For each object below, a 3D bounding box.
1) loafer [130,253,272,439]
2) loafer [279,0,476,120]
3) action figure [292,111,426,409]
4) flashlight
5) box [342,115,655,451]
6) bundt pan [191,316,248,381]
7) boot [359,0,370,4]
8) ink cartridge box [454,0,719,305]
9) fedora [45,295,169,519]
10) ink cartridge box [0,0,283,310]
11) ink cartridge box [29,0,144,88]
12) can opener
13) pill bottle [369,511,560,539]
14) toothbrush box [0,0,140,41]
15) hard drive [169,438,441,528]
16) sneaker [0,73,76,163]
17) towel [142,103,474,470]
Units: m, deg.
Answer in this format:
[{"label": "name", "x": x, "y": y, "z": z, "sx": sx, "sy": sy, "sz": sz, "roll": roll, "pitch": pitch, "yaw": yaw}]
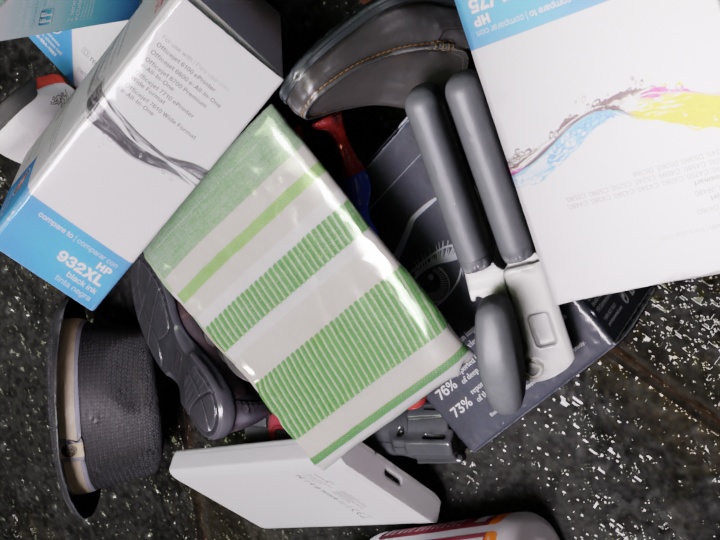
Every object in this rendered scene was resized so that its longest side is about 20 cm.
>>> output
[{"label": "loafer", "x": -0.138, "y": 0.060, "z": 0.911, "sx": 0.201, "sy": 0.062, "sz": 0.073, "roll": 54, "pitch": 136, "yaw": 36}, {"label": "loafer", "x": 0.040, "y": -0.130, "z": 0.656, "sx": 0.073, "sy": 0.198, "sz": 0.073, "roll": 58, "pitch": 150, "yaw": 7}, {"label": "action figure", "x": 0.000, "y": 0.000, "z": 0.703, "sx": 0.065, "sy": 0.052, "sz": 0.203, "roll": -17, "pitch": 103, "yaw": 33}, {"label": "flashlight", "x": -0.003, "y": 0.125, "z": 0.877, "sx": 0.196, "sy": 0.068, "sz": 0.069, "roll": -5, "pitch": 67, "yaw": 27}, {"label": "box", "x": 0.078, "y": -0.004, "z": 0.746, "sx": 0.201, "sy": 0.104, "sz": 0.148, "roll": 50, "pitch": 126, "yaw": 4}, {"label": "bundt pan", "x": -0.098, "y": 0.000, "z": 0.805, "sx": 0.203, "sy": 0.075, "sz": 0.203, "roll": 51, "pitch": 161, "yaw": 25}, {"label": "boot", "x": 0.032, "y": -0.262, "z": 0.655, "sx": 0.184, "sy": 0.065, "sz": 0.199, "roll": 26, "pitch": 136, "yaw": -30}, {"label": "ink cartridge box", "x": 0.168, "y": -0.108, "z": 0.623, "sx": 0.144, "sy": 0.146, "sz": 0.203, "roll": -13, "pitch": 102, "yaw": 33}, {"label": "fedora", "x": -0.223, "y": 0.120, "z": 0.970, "sx": 0.090, "sy": 0.201, "sz": 0.205, "roll": -3, "pitch": 112, "yaw": -4}, {"label": "ink cartridge box", "x": -0.141, "y": -0.098, "z": 0.693, "sx": 0.083, "sy": 0.146, "sz": 0.200, "roll": 36, "pitch": 109, "yaw": -21}, {"label": "ink cartridge box", "x": -0.157, "y": -0.223, "z": 0.807, "sx": 0.145, "sy": 0.084, "sz": 0.201, "roll": 45, "pitch": 124, "yaw": 7}, {"label": "can opener", "x": 0.078, "y": -0.016, "z": 0.631, "sx": 0.052, "sy": 0.067, "sz": 0.203, "roll": -13, "pitch": 105, "yaw": 21}, {"label": "pill bottle", "x": 0.063, "y": 0.264, "z": 0.862, "sx": 0.198, "sy": 0.113, "sz": 0.115, "roll": -18, "pitch": 101, "yaw": 35}, {"label": "toothbrush box", "x": -0.253, "y": -0.222, "z": 0.692, "sx": 0.145, "sy": 0.199, "sz": 0.086, "roll": 34, "pitch": 122, "yaw": 18}, {"label": "hard drive", "x": -0.049, "y": 0.180, "z": 0.893, "sx": 0.198, "sy": 0.027, "sz": 0.132, "roll": -12, "pitch": 141, "yaw": 39}, {"label": "sneaker", "x": -0.223, "y": -0.091, "z": 0.845, "sx": 0.067, "sy": 0.201, "sz": 0.109, "roll": -38, "pitch": 95, "yaw": 5}, {"label": "towel", "x": -0.039, "y": 0.017, "z": 0.687, "sx": 0.152, "sy": 0.023, "sz": 0.201, "roll": -38, "pitch": 94, "yaw": 30}]
